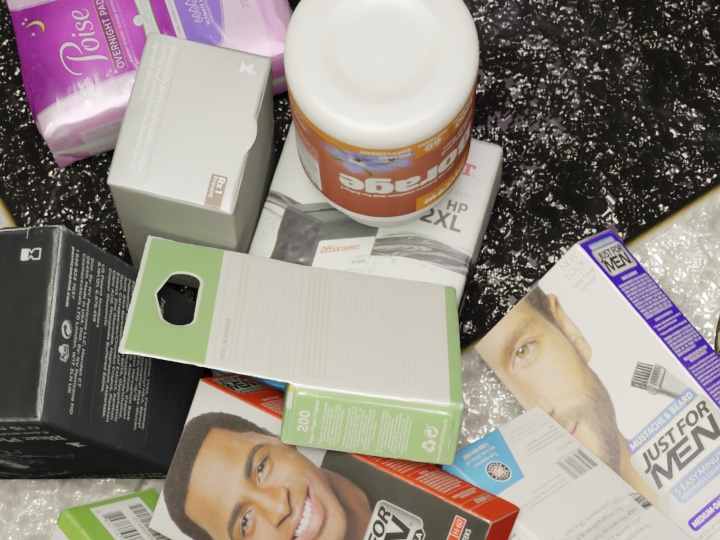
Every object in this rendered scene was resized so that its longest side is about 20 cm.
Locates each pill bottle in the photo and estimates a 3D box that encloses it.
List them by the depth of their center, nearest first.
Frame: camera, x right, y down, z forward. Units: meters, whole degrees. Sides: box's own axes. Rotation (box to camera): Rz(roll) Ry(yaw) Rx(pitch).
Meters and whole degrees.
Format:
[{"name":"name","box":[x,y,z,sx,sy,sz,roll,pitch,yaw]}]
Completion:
[{"name":"pill bottle","box":[0.014,-0.096,1.133,0.111,0.200,0.113,0,74,2]}]

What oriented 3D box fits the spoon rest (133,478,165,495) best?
[{"name":"spoon rest","box":[-0.069,0.141,1.209,0.199,0.061,0.100,-24,42,23]}]

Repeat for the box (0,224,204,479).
[{"name":"box","box":[-0.224,0.058,1.162,0.195,0.200,0.119,-3,74,22]}]

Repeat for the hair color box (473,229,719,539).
[{"name":"hair color box","box":[0.179,0.086,1.213,0.200,0.065,0.109,51,120,14]}]

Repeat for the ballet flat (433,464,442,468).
[{"name":"ballet flat","box":[-0.020,0.184,1.222,0.198,0.067,0.064,-25,106,-2]}]

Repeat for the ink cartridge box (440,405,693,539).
[{"name":"ink cartridge box","box":[0.141,0.185,1.152,0.200,0.116,0.068,41,123,21]}]

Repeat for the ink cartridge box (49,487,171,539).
[{"name":"ink cartridge box","box":[-0.151,0.262,1.171,0.148,0.075,0.201,44,122,30]}]

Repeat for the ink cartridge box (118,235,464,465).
[{"name":"ink cartridge box","box":[-0.039,0.045,1.122,0.198,0.146,0.048,8,118,-3]}]

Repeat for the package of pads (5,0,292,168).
[{"name":"package of pads","box":[-0.140,-0.162,1.306,0.198,0.076,0.122,-19,73,-3]}]

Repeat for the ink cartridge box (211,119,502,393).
[{"name":"ink cartridge box","box":[0.000,0.000,1.254,0.144,0.084,0.202,16,76,6]}]

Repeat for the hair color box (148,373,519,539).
[{"name":"hair color box","box":[-0.017,0.147,1.117,0.199,0.061,0.102,23,100,20]}]

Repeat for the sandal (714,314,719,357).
[{"name":"sandal","box":[0.280,0.095,1.242,0.081,0.055,0.202,-11,90,5]}]

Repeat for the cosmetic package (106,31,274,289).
[{"name":"cosmetic package","box":[-0.104,-0.063,1.213,0.089,0.200,0.108,12,72,4]}]
